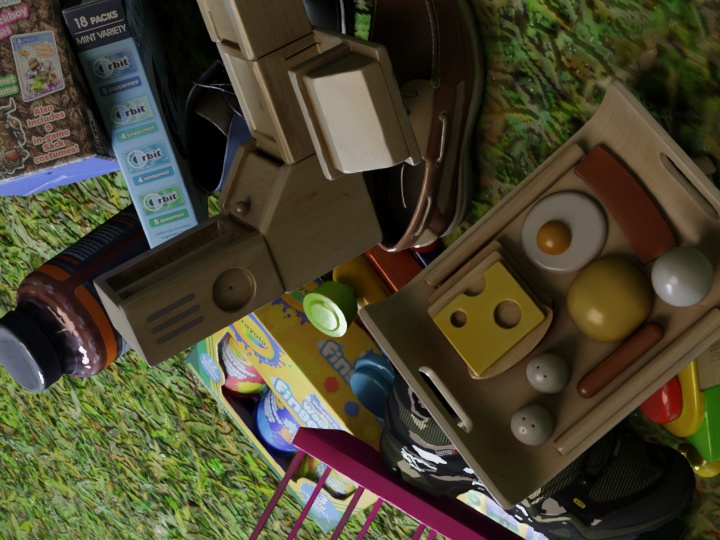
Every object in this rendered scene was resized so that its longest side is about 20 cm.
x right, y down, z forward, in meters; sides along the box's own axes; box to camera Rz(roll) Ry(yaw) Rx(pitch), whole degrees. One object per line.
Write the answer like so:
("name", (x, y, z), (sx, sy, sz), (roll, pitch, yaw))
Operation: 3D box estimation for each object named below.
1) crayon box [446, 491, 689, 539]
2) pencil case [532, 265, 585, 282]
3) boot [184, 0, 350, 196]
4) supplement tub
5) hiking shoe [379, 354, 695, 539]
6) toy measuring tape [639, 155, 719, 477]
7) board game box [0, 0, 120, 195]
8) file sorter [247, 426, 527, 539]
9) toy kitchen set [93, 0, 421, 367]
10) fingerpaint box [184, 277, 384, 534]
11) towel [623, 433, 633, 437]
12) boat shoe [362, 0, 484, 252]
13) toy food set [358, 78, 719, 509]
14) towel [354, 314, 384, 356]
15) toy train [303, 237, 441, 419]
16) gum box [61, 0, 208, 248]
("crayon box", (0.136, 0.190, 0.889), (0.199, 0.052, 0.126), (30, 140, 27))
("pencil case", (0.127, 0.056, 0.779), (0.091, 0.085, 0.201), (-3, 125, 4))
("boot", (-0.067, -0.133, 0.815), (0.075, 0.097, 0.201), (36, 143, 17))
("supplement tub", (-0.228, 0.022, 1.040), (0.106, 0.200, 0.108), (28, 139, 28))
("hiking shoe", (0.105, 0.100, 0.716), (0.198, 0.076, 0.101), (9, 129, 15))
("toy measuring tape", (0.196, 0.029, 0.715), (0.073, 0.073, 0.202), (4, 110, 45))
("board game box", (-0.245, -0.162, 0.839), (0.159, 0.096, 0.202), (-108, 3, -86))
("file sorter", (0.028, 0.211, 0.800), (0.199, 0.126, 0.139), (29, 177, 13))
("toy kitchen set", (-0.081, -0.065, 0.694), (0.163, 0.179, 0.201), (31, 145, 57))
("fingerpaint box", (-0.043, 0.105, 0.980), (0.200, 0.073, 0.167), (50, 147, 4))
("towel", (0.159, 0.182, 0.920), (0.199, 0.023, 0.144), (-2, 120, 48))
("boat shoe", (0.032, -0.100, 0.754), (0.075, 0.072, 0.202), (17, 127, 36))
("toy food set", (0.112, 0.013, 0.654), (0.144, 0.200, 0.060), (51, -170, 17))
("towel", (0.003, 0.121, 1.027), (0.146, 0.030, 0.201), (34, 142, 22))
("toy train", (0.000, 0.000, 0.846), (0.201, 0.116, 0.084), (53, 144, -5))
("gum box", (-0.163, -0.130, 0.884), (0.170, 0.044, 0.201), (-106, -1, -61))
